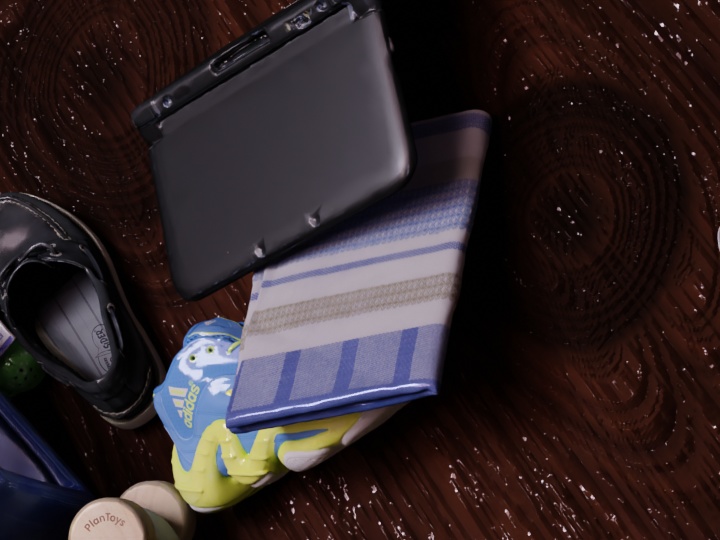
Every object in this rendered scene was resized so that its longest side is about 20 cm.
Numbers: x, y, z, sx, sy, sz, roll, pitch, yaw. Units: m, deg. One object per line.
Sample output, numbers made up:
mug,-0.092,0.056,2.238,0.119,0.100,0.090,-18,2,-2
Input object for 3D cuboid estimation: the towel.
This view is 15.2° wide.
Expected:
towel,0.000,0.000,1.521,0.147,0.024,0.200,-13,47,30

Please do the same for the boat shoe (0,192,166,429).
boat shoe,-0.197,0.016,1.724,0.074,0.066,0.199,-38,61,10

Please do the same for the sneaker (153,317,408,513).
sneaker,-0.054,0.067,1.562,0.200,0.076,0.105,-31,89,37

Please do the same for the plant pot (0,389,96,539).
plant pot,-0.310,0.131,1.666,0.180,0.200,0.200,-45,76,3

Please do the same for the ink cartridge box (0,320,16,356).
ink cartridge box,-0.314,0.013,1.814,0.099,0.039,0.200,-48,71,14

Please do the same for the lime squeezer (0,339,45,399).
lime squeezer,-0.244,0.058,1.803,0.200,0.038,0.071,-33,59,36

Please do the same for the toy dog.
toy dog,-0.130,0.220,1.585,0.096,0.132,0.200,-27,61,17

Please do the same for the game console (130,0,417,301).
game console,-0.027,-0.095,1.586,0.200,0.176,0.116,-27,98,37

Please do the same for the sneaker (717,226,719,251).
sneaker,0.249,-0.046,1.310,0.200,0.077,0.078,-24,66,41
